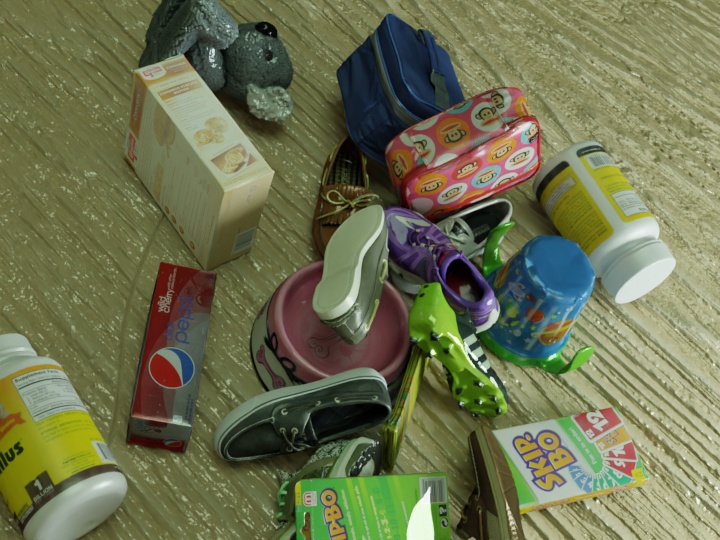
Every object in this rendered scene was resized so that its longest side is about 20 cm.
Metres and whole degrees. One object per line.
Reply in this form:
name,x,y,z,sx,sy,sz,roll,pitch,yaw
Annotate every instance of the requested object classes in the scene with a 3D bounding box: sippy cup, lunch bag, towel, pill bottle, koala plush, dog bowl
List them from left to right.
pill bottle,-0.323,0.164,1.050,0.108,0.110,0.201,-24,65,-30
koala plush,-0.176,-0.287,1.411,0.198,0.184,0.179,20,36,-30
dog bowl,-0.026,0.076,1.231,0.197,0.074,0.202,9,53,-11
lunch bag,0.062,-0.244,1.418,0.135,0.132,0.202,23,40,-37
towel,0.059,0.126,1.215,0.018,0.087,0.201,14,51,10
lunch bag,0.134,-0.138,1.364,0.198,0.177,0.083,-25,65,-1
sippy cup,0.220,0.028,1.303,0.176,0.131,0.140,30,53,2
pill bottle,0.327,-0.064,1.418,0.113,0.115,0.201,-15,61,-26

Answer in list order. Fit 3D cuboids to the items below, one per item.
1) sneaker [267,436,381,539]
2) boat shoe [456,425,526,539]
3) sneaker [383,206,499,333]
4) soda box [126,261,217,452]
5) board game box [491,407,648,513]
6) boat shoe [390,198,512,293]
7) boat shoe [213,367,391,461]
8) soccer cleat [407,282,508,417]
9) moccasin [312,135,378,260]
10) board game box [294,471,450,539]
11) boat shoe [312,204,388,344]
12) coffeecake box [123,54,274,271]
sneaker,-0.060,0.248,1.116,0.088,0.078,0.200,16,46,35
boat shoe,0.135,0.271,1.140,0.071,0.072,0.203,-18,71,17
sneaker,0.095,-0.016,1.273,0.080,0.084,0.200,-41,67,-16
soda box,-0.208,0.093,1.166,0.069,0.064,0.202,11,52,-10
board game box,0.231,0.222,1.231,0.197,0.030,0.096,-8,59,-20
boat shoe,0.119,-0.041,1.365,0.074,0.066,0.199,45,55,16
boat shoe,-0.061,0.161,1.128,0.197,0.069,0.057,-21,33,-6
soccer cleat,0.119,0.094,1.208,0.201,0.067,0.082,52,41,-36
moccasin,-0.018,-0.087,1.340,0.073,0.078,0.203,14,49,-5
board game box,0.012,0.260,1.083,0.198,0.030,0.097,6,76,-39
boat shoe,-0.003,0.001,1.207,0.061,0.071,0.203,55,31,-27
coffeecake box,-0.200,-0.129,1.270,0.073,0.154,0.201,-25,66,-32
